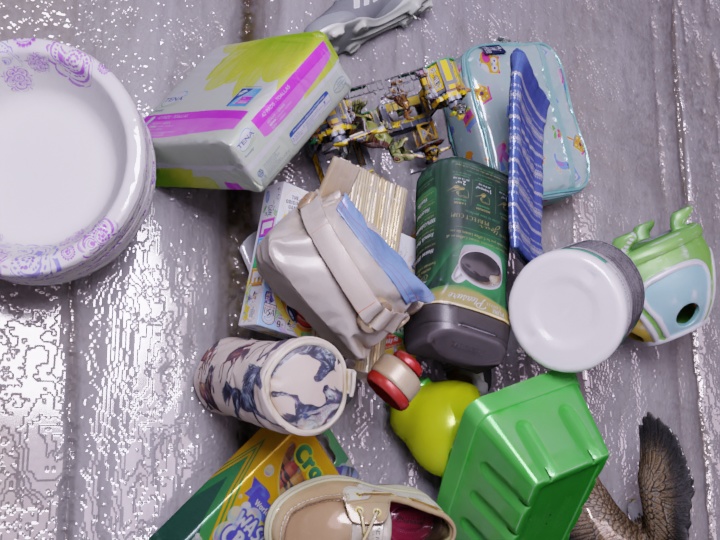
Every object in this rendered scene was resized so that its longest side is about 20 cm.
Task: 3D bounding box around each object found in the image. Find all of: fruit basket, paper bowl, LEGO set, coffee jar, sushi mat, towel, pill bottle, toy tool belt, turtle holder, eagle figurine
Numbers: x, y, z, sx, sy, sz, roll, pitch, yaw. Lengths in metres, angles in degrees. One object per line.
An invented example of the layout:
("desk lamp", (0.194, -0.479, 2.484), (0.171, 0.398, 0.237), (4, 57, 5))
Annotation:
("fruit basket", (0.127, 0.176, 0.832), (0.152, 0.215, 0.221), (-13, 83, -25))
("paper bowl", (-0.280, -0.089, 0.722), (0.195, 0.104, 0.206), (0, 83, -4))
("LEGO set", (0.032, -0.127, 0.860), (0.196, 0.154, 0.118), (-18, 84, -22))
("coffee jar", (0.100, -0.004, 0.821), (0.102, 0.085, 0.204), (18, 63, -20))
("sushi mat", (0.000, 0.000, 0.797), (0.094, 0.012, 0.205), (18, 75, -36))
("towel", (0.176, -0.109, 0.854), (0.023, 0.144, 0.205), (-2, 79, 21))
("pill bottle", (0.228, 0.029, 0.834), (0.199, 0.111, 0.115), (-13, 81, -63))
("toy tool belt", (0.010, 0.010, 0.717), (0.123, 0.124, 0.200), (-47, 105, -16))
("turtle holder", (0.330, 0.020, 0.958), (0.183, 0.140, 0.134), (-21, 87, -30))
("eagle figurine", (0.306, 0.280, 0.900), (0.151, 0.150, 0.202), (-38, 104, -16))

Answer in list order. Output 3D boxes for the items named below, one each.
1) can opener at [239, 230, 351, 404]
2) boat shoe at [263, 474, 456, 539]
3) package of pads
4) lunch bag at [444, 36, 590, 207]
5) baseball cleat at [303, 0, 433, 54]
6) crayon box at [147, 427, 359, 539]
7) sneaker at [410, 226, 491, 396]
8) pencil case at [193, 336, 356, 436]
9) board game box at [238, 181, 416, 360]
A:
("can opener", (-0.064, 0.048, 0.827), (0.052, 0.066, 0.204), (-22, 92, -27))
("boat shoe", (0.007, 0.232, 0.752), (0.197, 0.066, 0.076), (7, 91, -37))
("package of pads", (-0.117, -0.150, 0.773), (0.155, 0.198, 0.069), (-53, 128, -24))
("lunch bag", (0.187, -0.175, 0.976), (0.157, 0.077, 0.205), (-9, 83, -24))
("baseball cleat", (-0.005, -0.310, 0.940), (0.198, 0.070, 0.108), (-30, 84, -36))
("crayon box", (-0.080, 0.225, 0.760), (0.200, 0.051, 0.127), (-43, 116, -26))
("sneaker", (0.123, 0.035, 0.901), (0.086, 0.075, 0.205), (-10, 83, -25))
("pencil case", (-0.080, 0.098, 0.729), (0.088, 0.199, 0.080), (-10, 91, -28))
("board game box", (-0.018, 0.012, 0.811), (0.197, 0.034, 0.138), (20, 73, -37))
